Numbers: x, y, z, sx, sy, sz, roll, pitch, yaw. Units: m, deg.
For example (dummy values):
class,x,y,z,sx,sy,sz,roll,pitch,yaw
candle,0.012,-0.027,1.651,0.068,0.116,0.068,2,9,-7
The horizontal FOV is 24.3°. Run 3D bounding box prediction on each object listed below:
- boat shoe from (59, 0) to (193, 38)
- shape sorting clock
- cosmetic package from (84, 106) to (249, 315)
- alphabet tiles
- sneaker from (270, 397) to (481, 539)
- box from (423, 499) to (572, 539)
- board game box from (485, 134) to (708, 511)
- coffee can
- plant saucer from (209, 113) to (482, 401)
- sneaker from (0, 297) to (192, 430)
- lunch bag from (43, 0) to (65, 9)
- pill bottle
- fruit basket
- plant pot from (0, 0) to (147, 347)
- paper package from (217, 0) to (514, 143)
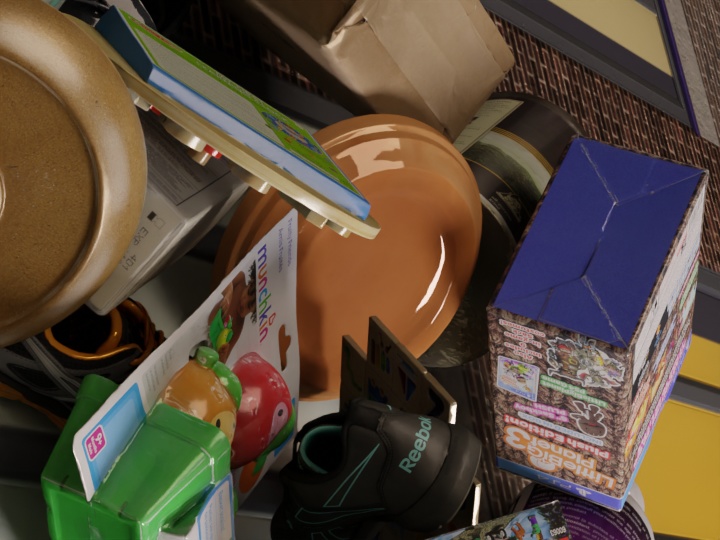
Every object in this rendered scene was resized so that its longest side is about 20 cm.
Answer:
class,x,y,z,sx,sy,sz,roll,pitch,yaw
boat shoe,-0.163,-0.151,1.028,0.075,0.062,0.200,60,33,-13
shape sorting clock,-0.075,-0.073,0.875,0.200,0.039,0.200,35,9,-7
cosmetic package,-0.129,-0.052,0.922,0.105,0.071,0.200,44,13,-1
alphabet tiles,0.025,0.136,1.006,0.006,0.201,0.166,-12,33,-24
sneaker,-0.010,0.114,0.937,0.079,0.200,0.076,28,58,-16
box,0.001,0.177,0.895,0.136,0.200,0.038,-8,75,-41
board game box,0.163,0.038,1.147,0.200,0.097,0.160,81,32,-52
coffee can,0.082,-0.035,1.235,0.147,0.146,0.200,61,33,-8
plant saucer,0.000,0.000,1.061,0.200,0.200,0.037,30,8,-44
sneaker,-0.138,0.049,0.918,0.200,0.077,0.079,27,47,-47
lunch bag,-0.211,-0.143,0.864,0.077,0.160,0.200,48,42,-18
pill bottle,0.144,0.220,1.190,0.113,0.112,0.200,58,33,-13
fruit basket,-0.079,0.093,0.888,0.200,0.094,0.186,-43,148,-39
plant pot,-0.198,-0.040,0.776,0.200,0.200,0.028,46,12,-28
paper package,-0.018,-0.185,1.103,0.200,0.104,0.191,39,-3,33
